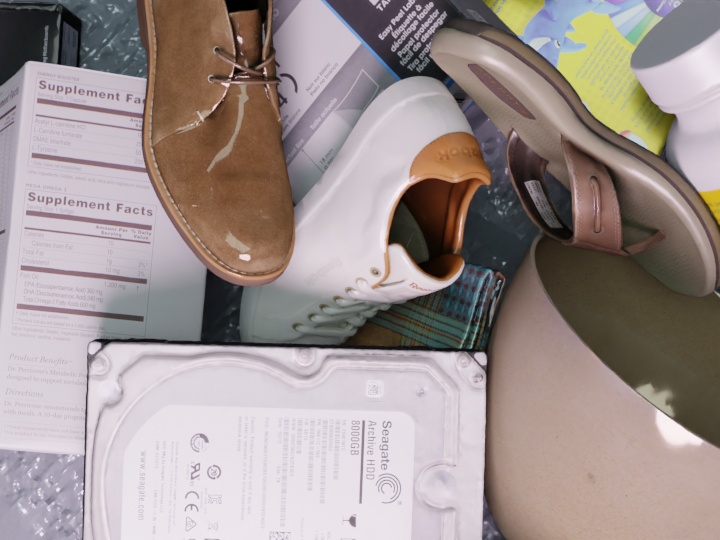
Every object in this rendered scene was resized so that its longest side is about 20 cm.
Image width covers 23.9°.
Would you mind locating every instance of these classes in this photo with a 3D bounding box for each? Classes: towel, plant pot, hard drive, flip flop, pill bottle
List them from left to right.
[{"bbox_3d":[-0.038,0.105,0.850,0.199,0.038,0.140,2,90,-4],"label":"hard drive"},{"bbox_3d":[0.000,0.083,0.935,0.146,0.022,0.201,16,87,52],"label":"towel"},{"bbox_3d":[0.105,-0.048,0.864,0.200,0.081,0.058,41,72,-23],"label":"flip flop"},{"bbox_3d":[0.140,0.091,0.889,0.200,0.200,0.135,36,114,9],"label":"plant pot"},{"bbox_3d":[0.228,-0.052,0.880,0.111,0.111,0.200,-39,106,3],"label":"pill bottle"}]

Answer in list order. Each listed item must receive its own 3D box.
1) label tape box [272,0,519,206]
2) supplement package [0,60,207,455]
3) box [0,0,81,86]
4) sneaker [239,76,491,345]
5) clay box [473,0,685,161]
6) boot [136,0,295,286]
[{"bbox_3d":[-0.031,-0.141,0.946,0.200,0.063,0.144,47,112,15],"label":"label tape box"},{"bbox_3d":[-0.150,-0.001,0.929,0.109,0.114,0.201,7,84,-22],"label":"supplement package"},{"bbox_3d":[-0.254,-0.059,1.013,0.160,0.044,0.201,3,86,7],"label":"box"},{"bbox_3d":[0.000,0.000,0.890,0.200,0.073,0.085,-59,46,33],"label":"sneaker"},{"bbox_3d":[0.125,-0.122,0.964,0.200,0.048,0.115,35,93,9],"label":"clay box"},{"bbox_3d":[-0.070,-0.092,0.867,0.073,0.075,0.201,-4,71,-28],"label":"boot"}]
